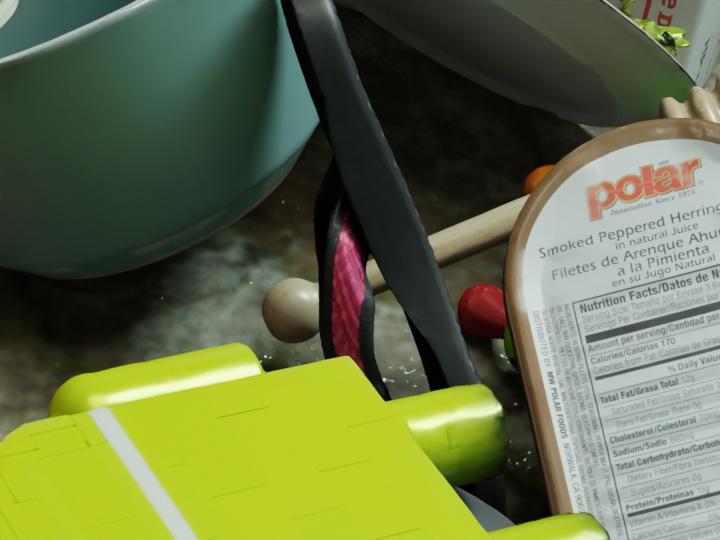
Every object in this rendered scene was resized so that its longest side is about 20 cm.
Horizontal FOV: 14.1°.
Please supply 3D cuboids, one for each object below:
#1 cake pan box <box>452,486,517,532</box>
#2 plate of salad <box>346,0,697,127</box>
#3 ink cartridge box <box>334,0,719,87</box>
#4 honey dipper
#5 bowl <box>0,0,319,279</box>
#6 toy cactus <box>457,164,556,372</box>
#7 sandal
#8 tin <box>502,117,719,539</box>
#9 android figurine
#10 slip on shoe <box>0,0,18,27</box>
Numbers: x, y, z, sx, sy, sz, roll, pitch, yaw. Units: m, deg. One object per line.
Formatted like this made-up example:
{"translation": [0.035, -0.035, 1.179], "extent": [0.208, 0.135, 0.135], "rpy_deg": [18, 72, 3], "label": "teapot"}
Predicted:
{"translation": [-0.024, 0.130, 0.861], "extent": [0.199, 0.053, 0.184], "rpy_deg": [-22, 52, -37], "label": "cake pan box"}
{"translation": [0.047, -0.110, 1.090], "extent": [0.199, 0.200, 0.048], "rpy_deg": [28, 83, 19], "label": "plate of salad"}
{"translation": [0.094, -0.135, 1.172], "extent": [0.199, 0.117, 0.068], "rpy_deg": [22, 39, 13], "label": "ink cartridge box"}
{"translation": [0.060, -0.018, 0.998], "extent": [0.199, 0.038, 0.038], "rpy_deg": [-24, 42, 4], "label": "honey dipper"}
{"translation": [-0.091, -0.071, 1.015], "extent": [0.199, 0.106, 0.201], "rpy_deg": [-17, 27, 9], "label": "bowl"}
{"translation": [0.146, 0.001, 1.022], "extent": [0.199, 0.103, 0.165], "rpy_deg": [-19, 28, -16], "label": "toy cactus"}
{"translation": [0.000, 0.000, 0.948], "extent": [0.045, 0.201, 0.075], "rpy_deg": [-22, 13, -5], "label": "sandal"}
{"translation": [0.110, 0.047, 0.928], "extent": [0.111, 0.042, 0.201], "rpy_deg": [-13, 70, 4], "label": "tin"}
{"translation": [-0.029, 0.087, 0.840], "extent": [0.199, 0.041, 0.182], "rpy_deg": [-14, 45, -31], "label": "android figurine"}
{"translation": [-0.204, -0.090, 0.956], "extent": [0.199, 0.061, 0.074], "rpy_deg": [-9, 32, 31], "label": "slip on shoe"}
